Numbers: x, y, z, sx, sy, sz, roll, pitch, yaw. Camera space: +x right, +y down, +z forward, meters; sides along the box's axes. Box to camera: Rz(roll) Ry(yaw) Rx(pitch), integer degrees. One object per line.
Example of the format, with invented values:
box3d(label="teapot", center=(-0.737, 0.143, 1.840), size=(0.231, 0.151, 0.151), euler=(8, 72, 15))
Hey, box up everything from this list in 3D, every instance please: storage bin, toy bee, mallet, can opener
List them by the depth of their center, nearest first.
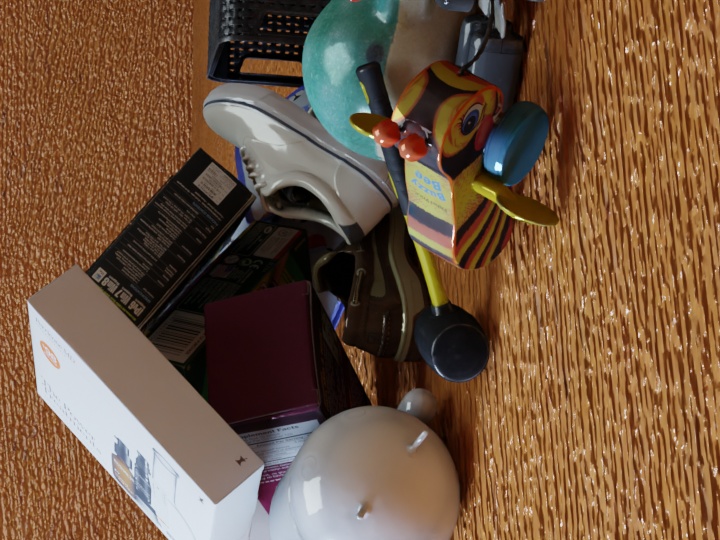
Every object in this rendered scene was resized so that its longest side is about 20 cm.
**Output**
box3d(label="toy bee", center=(0.043, -0.074, 0.823), size=(0.130, 0.108, 0.202), euler=(13, 128, 42))
box3d(label="can opener", center=(0.061, -0.132, 0.905), size=(0.053, 0.066, 0.202), euler=(-108, 24, -63))
box3d(label="mallet", center=(0.033, -0.030, 0.940), size=(0.066, 0.041, 0.202), euler=(-149, 41, -83))
box3d(label="storage bin", center=(-0.070, -0.235, 1.410), size=(0.200, 0.134, 0.095), euler=(164, 109, -80))

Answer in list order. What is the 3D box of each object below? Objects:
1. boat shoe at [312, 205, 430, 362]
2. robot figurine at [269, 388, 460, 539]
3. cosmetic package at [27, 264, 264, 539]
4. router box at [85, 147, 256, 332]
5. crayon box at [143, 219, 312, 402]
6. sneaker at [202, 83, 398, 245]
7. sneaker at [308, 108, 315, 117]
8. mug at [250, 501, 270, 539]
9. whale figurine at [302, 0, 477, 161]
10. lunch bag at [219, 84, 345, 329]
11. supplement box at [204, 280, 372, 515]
box3d(label="boat shoe", center=(0.001, -0.006, 1.158), size=(0.203, 0.074, 0.075), euler=(-108, 23, -61))
box3d(label="robot figurine", center=(0.002, 0.158, 1.016), size=(0.171, 0.112, 0.200), euler=(-63, 1, -23))
box3d(label="cosmetic package", center=(-0.156, 0.111, 1.088), size=(0.200, 0.052, 0.151), euler=(44, 151, 16))
box3d(label="router box", center=(-0.164, -0.006, 1.227), size=(0.150, 0.062, 0.200), euler=(-51, 3, -14))
box3d(label="crayon box", center=(-0.103, 0.085, 1.244), size=(0.200, 0.058, 0.174), euler=(-50, -37, -46))
box3d(label="sneaker", center=(-0.059, -0.083, 1.162), size=(0.199, 0.071, 0.073), euler=(28, 158, 35))
box3d(label="sneaker", center=(0.000, -0.132, 1.167), size=(0.200, 0.070, 0.074), euler=(124, 147, -70))
box3d(label="mug", center=(-0.095, 0.214, 1.396), size=(0.187, 0.151, 0.151), euler=(144, 127, -77))
box3d(label="whale figurine", center=(0.023, -0.173, 0.987), size=(0.159, 0.103, 0.202), euler=(21, -98, -80))
box3d(label="lunch bag", center=(-0.058, -0.052, 1.377), size=(0.171, 0.123, 0.201), euler=(-103, 32, -53))
box3d(label="supplement box", center=(-0.047, 0.113, 1.160), size=(0.201, 0.085, 0.111), euler=(66, -165, -52))
